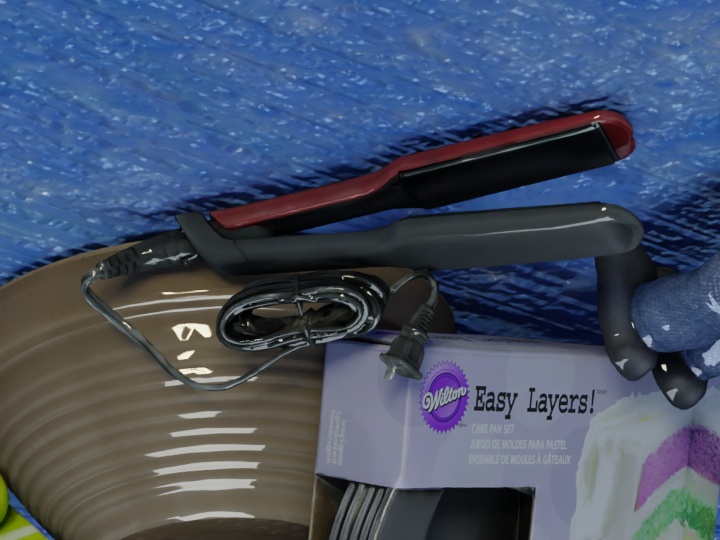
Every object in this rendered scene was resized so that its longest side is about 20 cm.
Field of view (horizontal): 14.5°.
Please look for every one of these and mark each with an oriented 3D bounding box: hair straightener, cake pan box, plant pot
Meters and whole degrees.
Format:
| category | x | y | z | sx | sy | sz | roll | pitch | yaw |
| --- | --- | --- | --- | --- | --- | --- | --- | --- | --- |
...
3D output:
| category | x | y | z | sx | sy | sz | roll | pitch | yaw |
| --- | --- | --- | --- | --- | --- | --- | --- | --- | --- |
| hair straightener | 0.000 | 0.000 | 0.969 | 0.199 | 0.077 | 0.041 | -10 | 156 | 10 |
| cake pan box | 0.056 | 0.117 | 1.065 | 0.052 | 0.185 | 0.200 | 5 | 179 | 45 |
| plant pot | -0.058 | 0.070 | 1.088 | 0.200 | 0.093 | 0.201 | -3 | 154 | -1 |

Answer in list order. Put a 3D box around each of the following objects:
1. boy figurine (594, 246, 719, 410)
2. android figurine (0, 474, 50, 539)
| category | x | y | z | sx | sy | sz | roll | pitch | yaw |
| --- | --- | --- | --- | --- | --- | --- | --- | --- | --- |
| boy figurine | 0.180 | -0.009 | 1.001 | 0.200 | 0.065 | 0.124 | -23 | 149 | 31 |
| android figurine | -0.149 | 0.150 | 1.118 | 0.041 | 0.200 | 0.183 | -16 | 118 | -26 |
